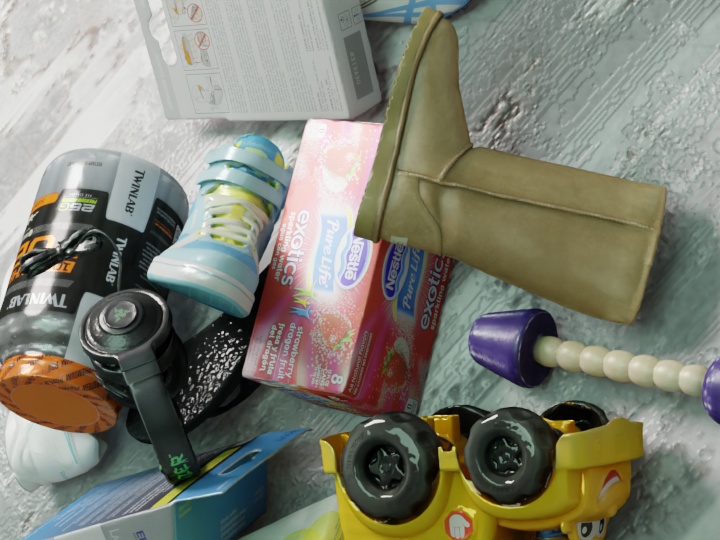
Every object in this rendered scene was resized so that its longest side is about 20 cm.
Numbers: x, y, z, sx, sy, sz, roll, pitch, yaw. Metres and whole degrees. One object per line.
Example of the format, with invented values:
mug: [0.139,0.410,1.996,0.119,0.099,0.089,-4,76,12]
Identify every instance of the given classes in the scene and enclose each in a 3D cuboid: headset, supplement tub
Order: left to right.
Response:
supplement tub: [-0.211,0.016,1.519,0.122,0.123,0.200,-9,55,32]
headset: [-0.173,0.061,1.392,0.094,0.124,0.200,-20,70,-5]

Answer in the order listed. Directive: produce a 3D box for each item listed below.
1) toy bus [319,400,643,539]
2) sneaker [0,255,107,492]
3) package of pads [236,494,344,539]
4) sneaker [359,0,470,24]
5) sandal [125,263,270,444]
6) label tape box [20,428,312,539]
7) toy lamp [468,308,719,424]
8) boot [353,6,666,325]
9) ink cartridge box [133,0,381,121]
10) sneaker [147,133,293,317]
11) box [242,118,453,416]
toy bus: [0.085,0.183,1.297,0.200,0.136,0.192,-6,84,30]
sneaker: [-0.245,0.077,1.591,0.080,0.070,0.201,-14,69,13]
package of pads: [-0.084,0.250,1.374,0.200,0.068,0.155,-28,19,24]
sneaker: [0.012,-0.230,1.507,0.200,0.072,0.072,-1,73,32]
sandal: [-0.093,0.068,1.495,0.200,0.048,0.075,-42,40,0]
label tape box: [-0.138,0.184,1.422,0.200,0.143,0.066,-17,98,28]
toy lamp: [0.164,0.063,1.320,0.200,0.058,0.058,13,82,35]
boot: [0.111,-0.071,1.340,0.200,0.066,0.175,15,89,3]
ink cartridge box: [-0.087,-0.198,1.530,0.200,0.050,0.161,3,115,41]
sneaker: [-0.095,-0.038,1.413,0.200,0.079,0.131,-161,94,-82]
box: [0.000,0.000,1.422,0.095,0.100,0.200,8,78,36]
